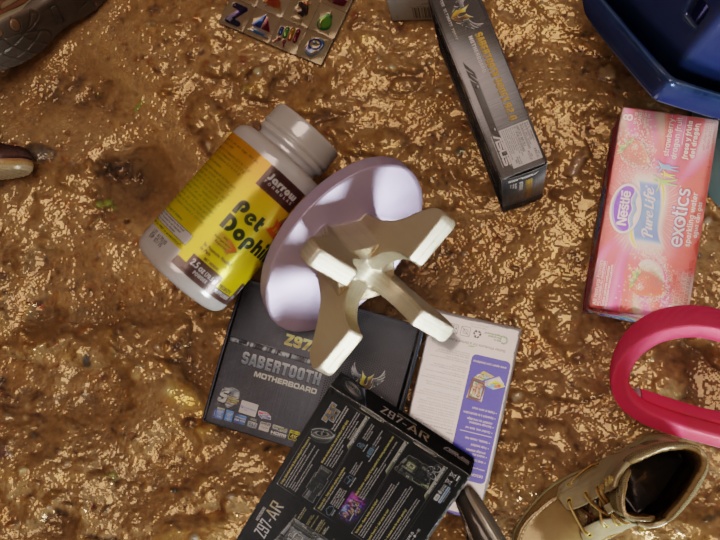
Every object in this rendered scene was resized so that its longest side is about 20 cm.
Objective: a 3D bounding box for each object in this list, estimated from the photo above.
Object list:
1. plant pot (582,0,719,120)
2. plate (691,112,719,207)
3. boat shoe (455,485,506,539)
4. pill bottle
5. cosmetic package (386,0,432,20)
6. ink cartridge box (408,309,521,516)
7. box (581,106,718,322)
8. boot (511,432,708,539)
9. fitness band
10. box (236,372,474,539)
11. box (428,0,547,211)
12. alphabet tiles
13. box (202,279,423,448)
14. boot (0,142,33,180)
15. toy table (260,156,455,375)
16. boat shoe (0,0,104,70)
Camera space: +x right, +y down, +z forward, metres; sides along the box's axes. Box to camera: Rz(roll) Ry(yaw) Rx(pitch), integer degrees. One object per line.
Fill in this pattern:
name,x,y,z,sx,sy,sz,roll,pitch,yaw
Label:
plant pot,0.341,-0.257,0.933,0.180,0.200,0.200,-58,40,34
plate,0.443,-0.138,1.022,0.200,0.026,0.201,-1,81,8
boat shoe,0.133,0.307,0.964,0.057,0.067,0.200,-29,95,6
pill bottle,-0.116,-0.065,0.978,0.109,0.109,0.200,40,89,11
cosmetic package,0.080,-0.379,1.081,0.101,0.074,0.201,-1,83,7
ink cartridge box,0.099,0.147,1.022,0.094,0.037,0.200,13,81,8
box,0.285,-0.049,0.987,0.094,0.103,0.200,10,87,9
boot,0.230,0.222,0.932,0.200,0.155,0.073,-32,80,3
fitness band,0.337,0.102,0.945,0.200,0.037,0.144,16,128,-6
box,-0.007,0.228,0.981,0.160,0.044,0.200,32,106,5
box,0.130,-0.170,1.000,0.048,0.158,0.200,-21,79,6
alphabet tiles,-0.097,-0.344,1.133,0.200,0.008,0.167,25,86,11
box,-0.048,0.109,1.038,0.200,0.051,0.158,16,84,8
boot,-0.453,-0.193,1.125,0.200,0.072,0.167,8,85,12
toy table,0.000,0.000,0.936,0.200,0.184,0.117,-61,34,18
boat shoe,-0.382,-0.295,1.123,0.200,0.076,0.072,-38,68,-20
